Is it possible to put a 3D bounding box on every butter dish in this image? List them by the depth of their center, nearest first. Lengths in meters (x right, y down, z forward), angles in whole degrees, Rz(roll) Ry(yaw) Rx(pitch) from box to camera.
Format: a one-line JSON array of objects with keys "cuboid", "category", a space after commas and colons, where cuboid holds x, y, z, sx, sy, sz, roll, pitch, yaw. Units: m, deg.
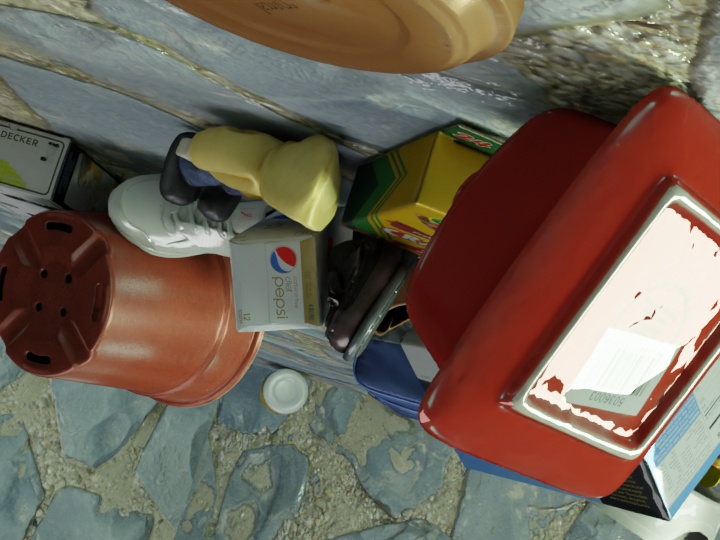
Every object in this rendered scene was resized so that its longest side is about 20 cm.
[{"cuboid": [0.104, -0.005, 0.750, 0.200, 0.200, 0.148, 26, -169, -48], "category": "butter dish"}]

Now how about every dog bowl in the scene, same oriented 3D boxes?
[{"cuboid": [0.244, 0.185, 1.308, 0.200, 0.059, 0.200, 34, -174, -4], "category": "dog bowl"}]

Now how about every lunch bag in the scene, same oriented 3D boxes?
[{"cuboid": [0.099, 0.082, 1.370, 0.199, 0.136, 0.132, 12, 172, 18], "category": "lunch bag"}]

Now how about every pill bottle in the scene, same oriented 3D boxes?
[{"cuboid": [-0.194, 0.303, 3.588, 0.112, 0.112, 0.200, 18, 172, -5], "category": "pill bottle"}]

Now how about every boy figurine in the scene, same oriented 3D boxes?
[{"cuboid": [-0.065, -0.063, 1.016, 0.124, 0.065, 0.200, 24, 173, -32], "category": "boy figurine"}]

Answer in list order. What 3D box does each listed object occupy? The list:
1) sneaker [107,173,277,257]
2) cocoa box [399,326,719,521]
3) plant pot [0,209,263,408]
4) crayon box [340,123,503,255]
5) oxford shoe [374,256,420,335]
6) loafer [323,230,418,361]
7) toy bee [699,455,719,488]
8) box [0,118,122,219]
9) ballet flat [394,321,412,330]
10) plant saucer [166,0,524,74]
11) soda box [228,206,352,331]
[{"cuboid": [-0.116, -0.047, 1.247, 0.199, 0.078, 0.099, 11, 168, -17], "category": "sneaker"}, {"cuboid": [0.157, 0.073, 1.035, 0.200, 0.133, 0.131, 8, 134, 48], "category": "cocoa box"}, {"cuboid": [-0.222, 0.026, 1.337, 0.200, 0.202, 0.195, 13, -178, 32], "category": "plant pot"}, {"cuboid": [0.075, -0.038, 0.922, 0.127, 0.051, 0.200, 20, 171, -13], "category": "crayon box"}, {"cuboid": [-0.007, 0.023, 1.234, 0.200, 0.072, 0.071, -10, 168, 38], "category": "oxford shoe"}, {"cuboid": [0.000, 0.000, 1.030, 0.063, 0.072, 0.200, 31, -152, 0], "category": "loafer"}, {"cuboid": [0.315, 0.144, 1.249, 0.109, 0.200, 0.131, 40, 141, 29], "category": "toy bee"}, {"cuboid": [-0.306, -0.087, 1.384, 0.116, 0.060, 0.200, 16, 172, 9], "category": "box"}, {"cuboid": [0.058, 0.016, 1.275, 0.057, 0.067, 0.200, 14, 168, -35], "category": "ballet flat"}, {"cuboid": [-0.030, -0.128, 0.610, 0.200, 0.032, 0.200, 18, 172, 3], "category": "plant saucer"}, {"cuboid": [-0.047, -0.005, 1.092, 0.063, 0.068, 0.200, -3, -172, 8], "category": "soda box"}]
